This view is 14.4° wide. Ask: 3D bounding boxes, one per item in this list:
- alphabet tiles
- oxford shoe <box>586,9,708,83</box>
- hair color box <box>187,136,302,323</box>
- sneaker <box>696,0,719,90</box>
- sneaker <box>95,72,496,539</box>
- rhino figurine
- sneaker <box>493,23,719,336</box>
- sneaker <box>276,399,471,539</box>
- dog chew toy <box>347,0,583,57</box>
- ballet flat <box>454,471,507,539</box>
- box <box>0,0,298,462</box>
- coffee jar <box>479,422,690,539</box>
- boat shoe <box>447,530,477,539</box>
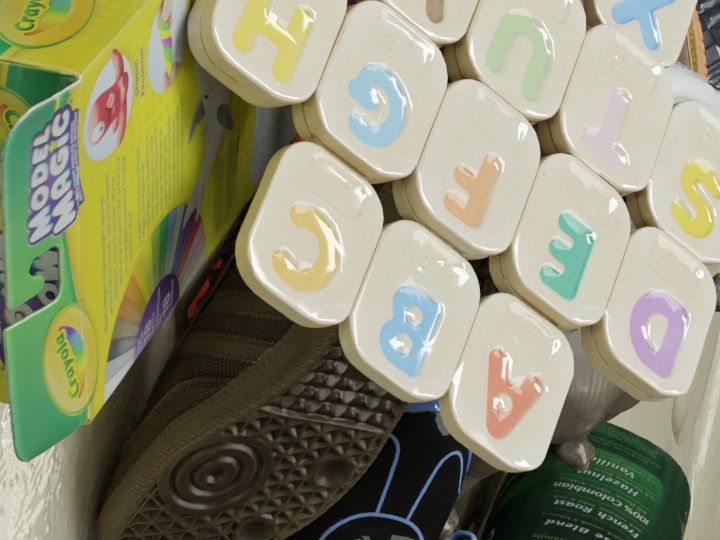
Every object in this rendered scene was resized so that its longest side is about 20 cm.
[{"bbox_3d":[0.040,-0.050,0.850,0.200,0.015,0.196,37,59,-26],"label":"alphabet tiles"},{"bbox_3d":[0.068,-0.126,1.080,0.073,0.071,0.201,18,42,-57],"label":"oxford shoe"},{"bbox_3d":[0.000,0.000,1.069,0.200,0.061,0.102,-61,158,-47],"label":"hair color box"},{"bbox_3d":[0.101,-0.140,1.186,0.070,0.201,0.082,-21,165,-23],"label":"sneaker"},{"bbox_3d":[-0.019,0.017,0.926,0.070,0.076,0.200,23,121,-38],"label":"sneaker"},{"bbox_3d":[0.093,0.036,1.178,0.200,0.060,0.088,-25,150,-42],"label":"rhino figurine"},{"bbox_3d":[0.074,-0.012,1.001,0.082,0.075,0.200,-61,176,-27],"label":"sneaker"},{"bbox_3d":[-0.011,0.124,0.983,0.200,0.070,0.078,-63,-152,30],"label":"sneaker"},{"bbox_3d":[0.036,-0.164,0.977,0.125,0.124,0.201,82,18,-51],"label":"dog chew toy"},{"bbox_3d":[0.056,0.074,1.332,0.070,0.069,0.201,65,41,-65],"label":"ballet flat"},{"bbox_3d":[-0.069,-0.045,0.826,0.200,0.048,0.118,-60,157,-53],"label":"box"},{"bbox_3d":[0.083,0.146,1.198,0.200,0.085,0.105,-62,175,-67],"label":"coffee jar"},{"bbox_3d":[0.002,0.133,1.163,0.200,0.068,0.085,-6,108,-74],"label":"boat shoe"}]
